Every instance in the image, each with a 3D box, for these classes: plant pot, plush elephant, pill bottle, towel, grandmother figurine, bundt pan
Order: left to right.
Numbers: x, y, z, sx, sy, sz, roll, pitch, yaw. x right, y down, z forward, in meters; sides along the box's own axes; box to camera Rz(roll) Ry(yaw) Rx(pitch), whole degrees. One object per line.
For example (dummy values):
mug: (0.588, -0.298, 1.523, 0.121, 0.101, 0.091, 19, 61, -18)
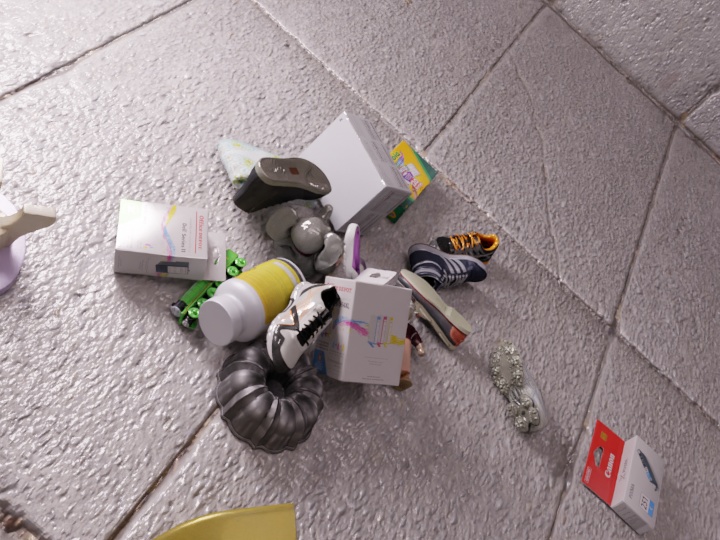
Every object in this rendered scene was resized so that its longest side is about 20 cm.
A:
plant pot: (-0.200, 0.439, 1.080, 0.196, 0.196, 0.197, 8, 52, -22)
pill bottle: (-0.190, 0.058, 1.428, 0.113, 0.112, 0.199, 50, 37, 8)
towel: (-0.186, -0.199, 1.645, 0.197, 0.049, 0.172, 12, 23, -29)
bundt pan: (-0.145, 0.203, 1.386, 0.199, 0.076, 0.205, 21, 46, -23)
plush elephant: (-0.103, -0.062, 1.567, 0.164, 0.155, 0.201, 37, 42, -5)
grandmother figurine: (0.081, 0.139, 1.622, 0.120, 0.060, 0.203, 30, 46, -27)

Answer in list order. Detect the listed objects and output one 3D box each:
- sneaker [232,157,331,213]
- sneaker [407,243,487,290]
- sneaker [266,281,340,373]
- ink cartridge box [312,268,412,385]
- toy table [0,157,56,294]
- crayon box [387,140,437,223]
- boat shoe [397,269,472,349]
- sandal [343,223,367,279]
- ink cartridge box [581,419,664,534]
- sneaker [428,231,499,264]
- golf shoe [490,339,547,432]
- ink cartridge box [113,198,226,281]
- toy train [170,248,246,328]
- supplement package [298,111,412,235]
sneaker: (-0.150, -0.159, 1.548, 0.198, 0.106, 0.076, 5, 55, -48)
sneaker: (0.198, 0.016, 1.795, 0.196, 0.071, 0.110, 16, 44, -18)
sneaker: (-0.097, 0.090, 1.380, 0.074, 0.079, 0.202, 62, 36, -35)
ink cartridge box: (0.003, 0.096, 1.475, 0.123, 0.128, 0.205, 8, 89, -30)
toy table: (-0.577, -0.072, 1.248, 0.181, 0.117, 0.203, -3, 60, -38)
crayon box: (0.090, -0.212, 1.905, 0.118, 0.058, 0.200, 42, 43, -1)
boat shoe: (0.147, 0.082, 1.712, 0.200, 0.063, 0.071, 43, 24, 1)
sandal: (-0.002, 0.005, 1.571, 0.049, 0.206, 0.083, 6, 40, 13)
ink cartridge box: (0.579, 0.440, 1.767, 0.176, 0.045, 0.201, 41, 42, -4)
sneaker: (0.242, -0.058, 1.884, 0.197, 0.077, 0.079, -3, 60, -37)
golf shoe: (0.344, 0.251, 1.735, 0.096, 0.078, 0.204, 17, 52, -49)
ink cartridge box: (-0.330, -0.052, 1.425, 0.196, 0.068, 0.119, 6, 53, -18)
toy train: (-0.273, 0.030, 1.455, 0.056, 0.042, 0.201, 32, 43, 3)
supplement package: (-0.014, -0.205, 1.734, 0.110, 0.155, 0.202, 5, 52, -55)
